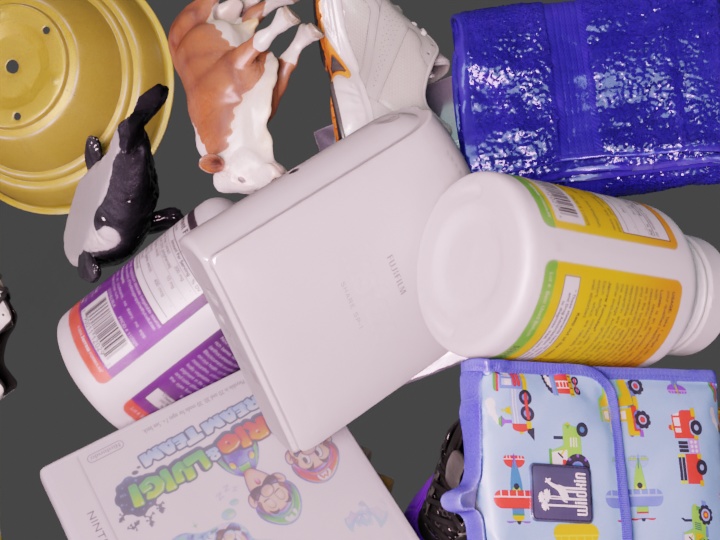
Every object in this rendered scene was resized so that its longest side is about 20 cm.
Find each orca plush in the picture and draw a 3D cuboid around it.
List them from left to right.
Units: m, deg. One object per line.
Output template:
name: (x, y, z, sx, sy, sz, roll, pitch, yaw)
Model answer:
orca plush: (-0.161, -0.057, 0.774, 0.070, 0.201, 0.107, 4, 51, -26)

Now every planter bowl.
planter bowl: (-0.250, -0.149, 0.820, 0.196, 0.083, 0.205, -1, 87, 10)

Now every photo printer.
photo printer: (0.000, 0.000, 0.707, 0.198, 0.069, 0.169, -32, 118, -19)

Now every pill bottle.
pill bottle: (-0.111, 0.019, 0.774, 0.199, 0.111, 0.112, -37, 82, 6)
pill bottle: (0.143, 0.007, 0.687, 0.197, 0.110, 0.113, 8, 88, -33)

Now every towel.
towel: (0.164, -0.124, 0.754, 0.196, 0.050, 0.151, -6, 86, 5)

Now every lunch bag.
lunch bag: (0.127, 0.136, 0.650, 0.197, 0.094, 0.154, 8, 74, -34)

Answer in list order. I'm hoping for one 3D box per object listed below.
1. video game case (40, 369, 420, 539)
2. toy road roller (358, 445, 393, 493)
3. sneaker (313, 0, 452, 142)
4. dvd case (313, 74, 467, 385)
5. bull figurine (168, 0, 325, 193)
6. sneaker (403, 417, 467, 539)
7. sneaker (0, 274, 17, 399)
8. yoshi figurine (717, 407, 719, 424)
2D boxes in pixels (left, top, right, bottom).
video game case: (-0.085, 0.162, 0.704, 0.198, 0.024, 0.183, -25, 59, -21)
toy road roller: (-0.067, 0.210, 0.740, 0.121, 0.146, 0.203, 20, 91, 10)
sneaker: (0.016, -0.166, 0.781, 0.090, 0.076, 0.204, -9, 78, -4)
dvd case: (0.064, -0.035, 0.794, 0.146, 0.016, 0.203, -20, 84, 8)
bull figurine: (-0.086, -0.144, 0.758, 0.122, 0.065, 0.201, -46, 46, 15)
sneaker: (0.072, 0.147, 0.735, 0.069, 0.099, 0.201, 36, 91, 26)
sneaker: (-0.305, 0.009, 0.835, 0.078, 0.074, 0.204, 1, 95, 5)
yoshi figurine: (0.241, 0.196, 0.711, 0.110, 0.112, 0.204, 3, 90, 20)
